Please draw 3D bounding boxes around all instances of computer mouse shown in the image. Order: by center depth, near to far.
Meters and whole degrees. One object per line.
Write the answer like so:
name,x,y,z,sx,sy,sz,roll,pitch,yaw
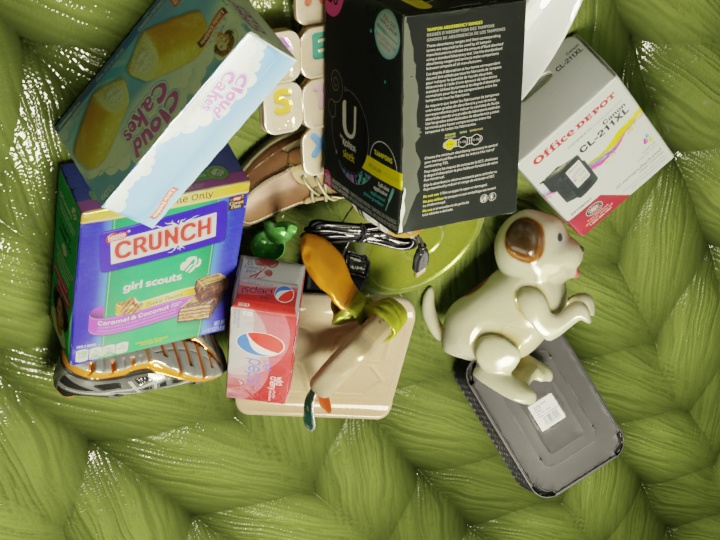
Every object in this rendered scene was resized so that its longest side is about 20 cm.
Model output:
computer mouse,0.000,0.000,1.583,0.140,0.046,0.200,0,143,-6

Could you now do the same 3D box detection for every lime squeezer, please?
lime squeezer,-0.095,-0.024,1.488,0.071,0.038,0.200,-57,-177,-35

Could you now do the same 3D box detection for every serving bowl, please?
serving bowl,0.149,-0.246,1.416,0.200,0.066,0.200,-52,164,-22

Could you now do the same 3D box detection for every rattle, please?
rattle,-0.050,0.072,1.544,0.143,0.130,0.200,30,150,-10

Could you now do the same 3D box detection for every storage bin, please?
storage bin,0.224,0.172,1.849,0.135,0.200,0.094,-31,-179,-7

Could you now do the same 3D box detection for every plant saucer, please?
plant saucer,0.064,-0.041,1.638,0.200,0.031,0.200,-22,142,-19

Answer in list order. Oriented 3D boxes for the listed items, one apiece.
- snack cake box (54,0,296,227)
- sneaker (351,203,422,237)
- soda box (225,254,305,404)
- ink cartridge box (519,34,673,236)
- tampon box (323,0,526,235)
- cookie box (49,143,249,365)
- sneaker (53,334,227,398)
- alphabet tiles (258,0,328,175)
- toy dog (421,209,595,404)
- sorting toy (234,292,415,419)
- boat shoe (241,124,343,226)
snack cake box,-0.162,-0.151,1.259,0.200,0.115,0.067,-48,142,15
sneaker,0.055,-0.135,1.493,0.200,0.088,0.076,-60,145,-7
soda box,-0.100,0.065,1.501,0.070,0.063,0.200,8,148,-1
ink cartridge box,0.241,-0.146,1.621,0.146,0.083,0.200,-42,144,8
tampon box,0.053,-0.157,1.316,0.126,0.150,0.200,-12,116,-25
cookie box,-0.206,-0.018,1.404,0.171,0.075,0.200,-13,137,-27
sneaker,-0.230,0.095,1.522,0.200,0.078,0.077,4,142,-38
alphabet tiles,-0.003,-0.188,1.371,0.200,0.015,0.196,-13,117,-25
toy dog,0.188,0.024,1.723,0.140,0.194,0.200,-14,131,-62
sorting toy,-0.043,0.093,1.640,0.185,0.037,0.200,3,138,-8
boat shoe,-0.038,-0.107,1.444,0.200,0.074,0.076,-35,144,-2
